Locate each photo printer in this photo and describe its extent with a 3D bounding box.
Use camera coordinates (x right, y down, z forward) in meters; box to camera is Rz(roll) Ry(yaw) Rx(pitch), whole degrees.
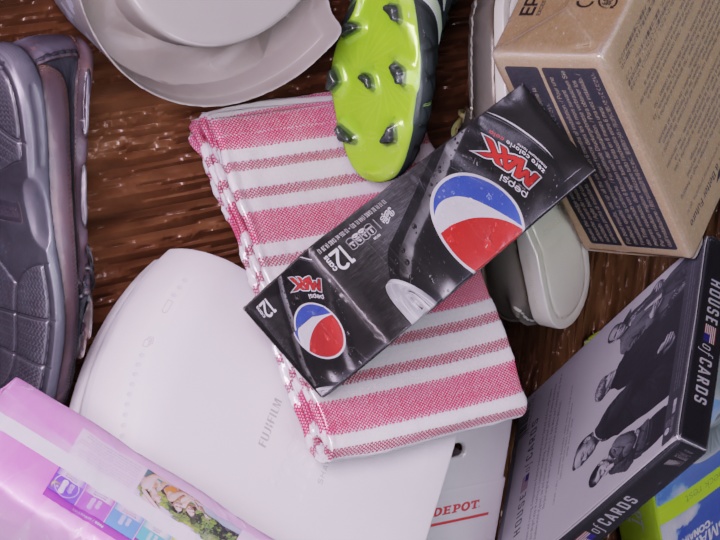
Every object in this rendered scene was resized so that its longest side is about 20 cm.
[{"bbox_3d":[-0.055,0.092,1.426,0.200,0.069,0.167,31,57,-18],"label":"photo printer"}]

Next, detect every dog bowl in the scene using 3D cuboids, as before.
[{"bbox_3d":[-0.076,-0.184,1.356,0.200,0.059,0.200,-18,119,-36],"label":"dog bowl"}]

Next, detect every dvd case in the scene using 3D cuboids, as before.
[{"bbox_3d":[0.141,0.089,1.565,0.025,0.200,0.150,27,48,-14],"label":"dvd case"}]

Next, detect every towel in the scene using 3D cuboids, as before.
[{"bbox_3d":[0.000,0.000,1.451,0.146,0.030,0.200,-10,73,-39],"label":"towel"}]

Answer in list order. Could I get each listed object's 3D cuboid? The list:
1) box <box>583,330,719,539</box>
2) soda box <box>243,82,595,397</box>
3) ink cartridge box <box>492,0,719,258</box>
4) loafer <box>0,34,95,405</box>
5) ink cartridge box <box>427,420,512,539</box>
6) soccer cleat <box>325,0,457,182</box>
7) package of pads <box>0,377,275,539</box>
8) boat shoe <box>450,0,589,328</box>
[{"bbox_3d":[0.213,0.103,1.760,0.122,0.048,0.200,-32,127,-27],"label":"box"},{"bbox_3d":[0.034,-0.018,1.416,0.063,0.071,0.200,50,47,1],"label":"soda box"},{"bbox_3d":[0.164,-0.133,1.544,0.200,0.075,0.165,-63,141,-33],"label":"ink cartridge box"},{"bbox_3d":[-0.153,-0.020,1.359,0.063,0.072,0.200,-20,118,-40],"label":"loafer"},{"bbox_3d":[0.013,0.168,1.593,0.116,0.067,0.200,-7,113,-39],"label":"ink cartridge box"},{"bbox_3d":[0.027,-0.146,1.447,0.081,0.067,0.200,-3,96,-48],"label":"soccer cleat"},{"bbox_3d":[-0.118,0.151,1.326,0.121,0.200,0.076,-53,-174,45],"label":"package of pads"},{"bbox_3d":[0.082,-0.064,1.547,0.072,0.060,0.202,-31,118,-49],"label":"boat shoe"}]
